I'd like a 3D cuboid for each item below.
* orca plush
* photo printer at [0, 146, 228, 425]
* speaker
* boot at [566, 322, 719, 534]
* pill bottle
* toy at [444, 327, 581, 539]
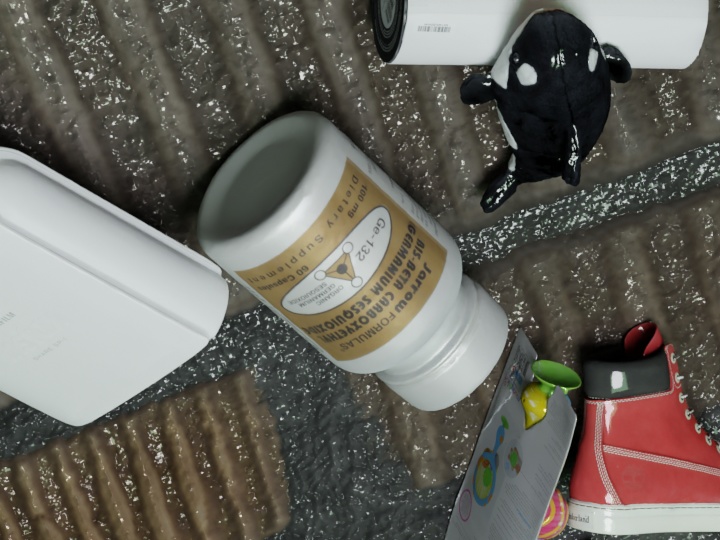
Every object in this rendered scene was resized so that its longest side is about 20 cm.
[{"bbox_3d":[0.111,-0.080,1.429,0.105,0.071,0.200,1,153,-17],"label":"orca plush"},{"bbox_3d":[-0.207,0.008,1.421,0.200,0.070,0.166,31,138,-28],"label":"photo printer"},{"bbox_3d":[0.112,-0.166,1.428,0.199,0.081,0.081,-1,120,-15],"label":"speaker"},{"bbox_3d":[0.234,0.110,1.634,0.200,0.072,0.145,3,92,-37],"label":"boot"},{"bbox_3d":[0.000,0.000,1.477,0.114,0.114,0.200,-42,121,11],"label":"pill bottle"},{"bbox_3d":[0.116,0.154,1.597,0.047,0.115,0.201,3,119,-20],"label":"toy"}]
